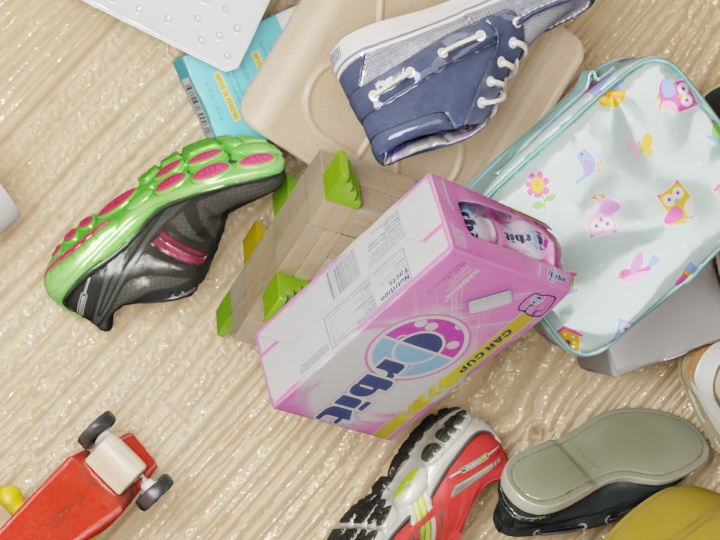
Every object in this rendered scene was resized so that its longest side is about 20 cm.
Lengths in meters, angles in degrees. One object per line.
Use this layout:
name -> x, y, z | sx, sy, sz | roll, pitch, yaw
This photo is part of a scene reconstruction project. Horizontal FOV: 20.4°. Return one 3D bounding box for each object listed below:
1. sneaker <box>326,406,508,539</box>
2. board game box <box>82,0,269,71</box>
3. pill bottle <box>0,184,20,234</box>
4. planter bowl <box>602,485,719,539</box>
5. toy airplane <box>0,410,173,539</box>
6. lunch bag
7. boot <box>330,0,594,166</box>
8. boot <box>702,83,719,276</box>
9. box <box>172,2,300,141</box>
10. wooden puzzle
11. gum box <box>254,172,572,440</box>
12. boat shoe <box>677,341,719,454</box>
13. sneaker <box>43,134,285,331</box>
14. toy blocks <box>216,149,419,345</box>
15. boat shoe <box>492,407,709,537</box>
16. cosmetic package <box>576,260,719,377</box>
sneaker -> 0.040, 0.198, 1.483 | 0.085, 0.077, 0.200 | 43, 81, -17
board game box -> -0.133, -0.268, 1.371 | 0.199, 0.026, 0.201 | 26, 110, -4
pill bottle -> -0.334, -0.006, 1.357 | 0.200, 0.113, 0.113 | -40, 101, -11
planter bowl -> 0.234, 0.222, 1.506 | 0.200, 0.201, 0.084 | -35, 64, -11
toy airplane -> -0.233, 0.197, 1.376 | 0.198, 0.141, 0.201 | 11, 56, -27
lunch bag -> 0.177, -0.053, 1.426 | 0.200, 0.077, 0.161 | -41, 97, -5
boot -> 0.085, -0.142, 1.376 | 0.199, 0.073, 0.091 | -21, 72, -4
boot -> 0.313, -0.038, 1.557 | 0.072, 0.144, 0.201 | -16, 61, 22
box -> -0.030, -0.158, 1.466 | 0.199, 0.049, 0.083 | -26, 98, -12
wooden puzzle -> 0.036, -0.139, 1.439 | 0.199, 0.046, 0.186 | 32, 90, -19
gum box -> 0.036, 0.026, 1.349 | 0.113, 0.200, 0.066 | 19, 42, -39
boat shoe -> 0.313, 0.123, 1.550 | 0.075, 0.068, 0.200 | -46, 125, -16
sneaker -> -0.131, -0.027, 1.419 | 0.199, 0.077, 0.084 | -32, 116, 17
toy blocks -> 0.000, 0.000, 1.424 | 0.136, 0.100, 0.200 | 16, 132, -22
boat shoe -> 0.180, 0.161, 1.519 | 0.199, 0.066, 0.075 | -17, 54, -38
cosmetic package -> 0.197, -0.030, 1.513 | 0.106, 0.090, 0.201 | -16, 98, -13
